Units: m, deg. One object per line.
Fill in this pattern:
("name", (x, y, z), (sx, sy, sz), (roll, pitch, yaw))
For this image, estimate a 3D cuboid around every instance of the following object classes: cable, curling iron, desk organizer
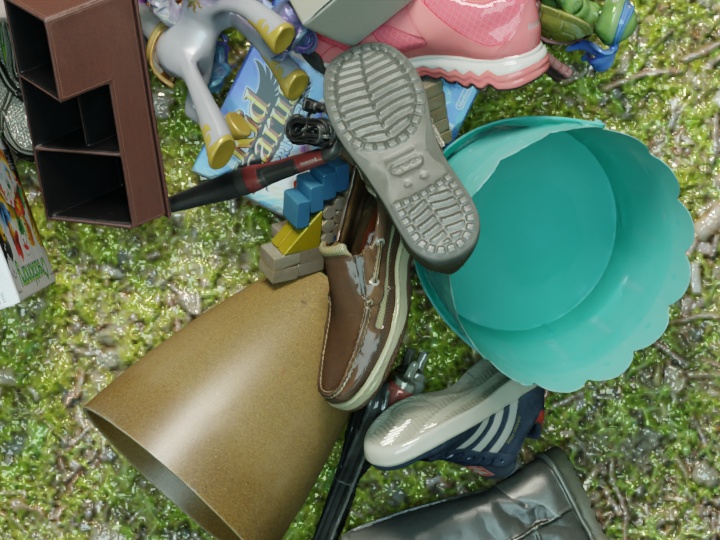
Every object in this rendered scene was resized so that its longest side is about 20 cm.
("cable", (0.006, 0.156, 1.478), (0.050, 0.097, 0.201), (18, 95, 1))
("curling iron", (-0.082, -0.080, 1.420), (0.025, 0.199, 0.050), (14, 62, -41))
("desk organizer", (-0.208, -0.124, 1.406), (0.077, 0.072, 0.201), (-26, 128, -29))

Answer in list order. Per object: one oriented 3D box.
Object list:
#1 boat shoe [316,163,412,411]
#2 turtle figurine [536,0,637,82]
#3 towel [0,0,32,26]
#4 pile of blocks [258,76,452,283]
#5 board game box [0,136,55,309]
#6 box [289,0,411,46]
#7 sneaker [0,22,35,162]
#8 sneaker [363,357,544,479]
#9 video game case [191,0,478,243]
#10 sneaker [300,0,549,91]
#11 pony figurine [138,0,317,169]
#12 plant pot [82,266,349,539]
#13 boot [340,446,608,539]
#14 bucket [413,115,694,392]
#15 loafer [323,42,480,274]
("boat shoe", (-0.004, 0.000, 1.373), (0.075, 0.075, 0.204), (25, 73, -32))
("turtle figurine", (0.128, -0.260, 1.422), (0.192, 0.144, 0.201), (11, 129, 8))
("towel", (-0.320, -0.294, 1.424), (0.190, 0.032, 0.202), (7, 94, 29))
("pile of blocks", (-0.018, -0.082, 1.425), (0.200, 0.062, 0.082), (-45, 134, -2))
("board game box", (-0.280, -0.038, 1.401), (0.034, 0.200, 0.127), (-19, 95, 0))
("box", (-0.042, -0.270, 1.364), (0.068, 0.082, 0.201), (-36, 67, 21))
("sneaker", (-0.260, -0.186, 1.448), (0.077, 0.085, 0.202), (1, 95, -2))
("sneaker", (0.082, 0.134, 1.447), (0.199, 0.075, 0.085), (-23, 112, -42))
("video game case", (-0.013, -0.130, 1.479), (0.180, 0.045, 0.201), (26, 94, -2))
("sneaker", (0.046, -0.190, 1.389), (0.199, 0.074, 0.087), (4, 118, 21))
("pony figurine", (-0.121, -0.202, 1.408), (0.200, 0.166, 0.194), (42, 112, 31))
("plant pot", (-0.082, 0.098, 1.443), (0.186, 0.186, 0.200), (44, 76, -4))
("boot", (0.105, 0.254, 1.486), (0.199, 0.073, 0.183), (-26, 81, -15))
("bucket", (0.142, -0.021, 1.427), (0.206, 0.135, 0.209), (-3, 102, -14))
("loafer", (0.028, -0.076, 1.330), (0.075, 0.070, 0.201), (-19, 62, -4))
